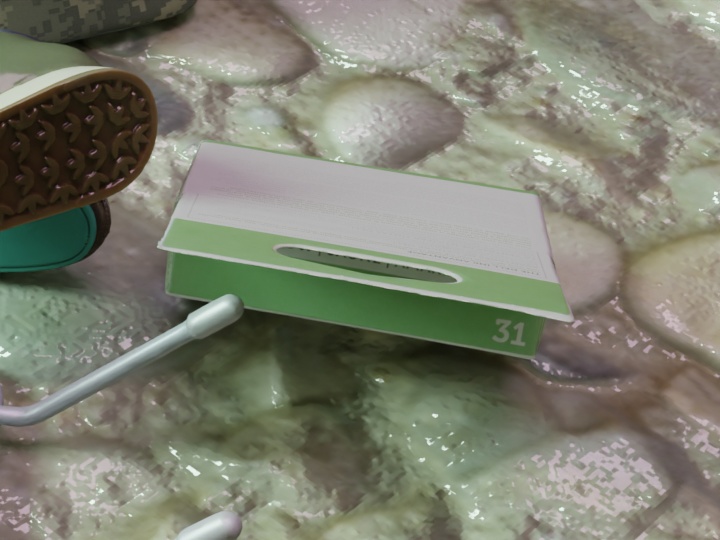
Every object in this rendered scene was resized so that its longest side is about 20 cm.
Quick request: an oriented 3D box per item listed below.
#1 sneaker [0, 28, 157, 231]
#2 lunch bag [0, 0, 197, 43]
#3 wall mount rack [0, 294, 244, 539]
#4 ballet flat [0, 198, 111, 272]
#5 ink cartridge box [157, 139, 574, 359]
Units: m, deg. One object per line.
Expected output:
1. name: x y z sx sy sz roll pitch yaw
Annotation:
1. sneaker: -0.178 -0.044 0.802 0.199 0.068 0.090 -15 29 -31
2. lunch bag: -0.167 -0.196 1.009 0.199 0.169 0.139 -16 44 -29
3. wall mount rack: -0.128 0.065 0.756 0.172 0.075 0.201 5 36 -6
4. ballet flat: -0.195 -0.046 0.896 0.198 0.068 0.067 9 30 -5
5. ink cartridge box: 0.000 0.000 0.838 0.144 0.048 0.200 10 15 -2
